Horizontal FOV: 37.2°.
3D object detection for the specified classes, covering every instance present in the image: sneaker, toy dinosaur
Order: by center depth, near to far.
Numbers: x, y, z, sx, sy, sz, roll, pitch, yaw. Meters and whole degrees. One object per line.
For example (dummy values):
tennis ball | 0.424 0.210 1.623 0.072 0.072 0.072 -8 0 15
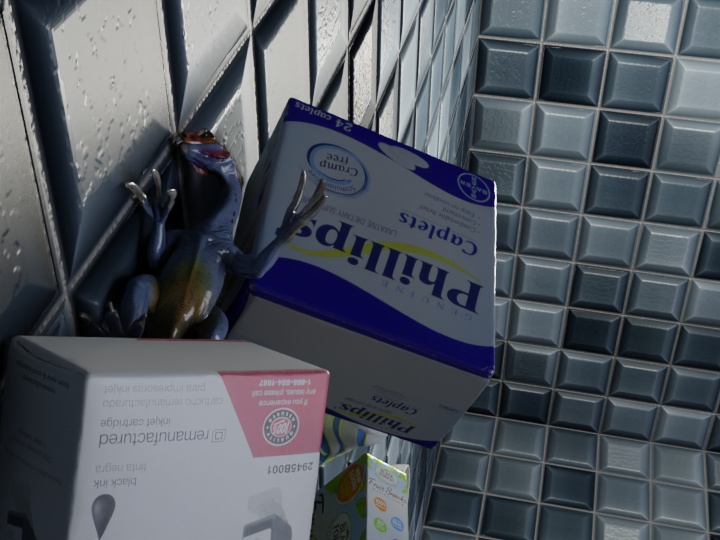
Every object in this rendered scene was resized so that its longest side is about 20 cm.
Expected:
toy dinosaur | -0.117 -0.002 0.663 0.200 0.105 0.182 -50 -163 27
sneaker | -0.044 0.156 0.922 0.200 0.076 0.105 -8 -124 66

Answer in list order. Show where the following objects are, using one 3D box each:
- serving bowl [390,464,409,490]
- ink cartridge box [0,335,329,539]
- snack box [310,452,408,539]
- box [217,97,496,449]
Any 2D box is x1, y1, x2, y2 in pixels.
serving bowl | 0.035 0.426 1.820 0.200 0.066 0.201 7 90 -81
ink cartridge box | -0.103 0.139 0.533 0.145 0.085 0.201 4 97 -42
snack box | -0.040 0.264 0.889 0.200 0.053 0.143 -43 -150 31
box | 0.000 0.000 0.788 0.105 0.183 0.201 125 -21 -44
